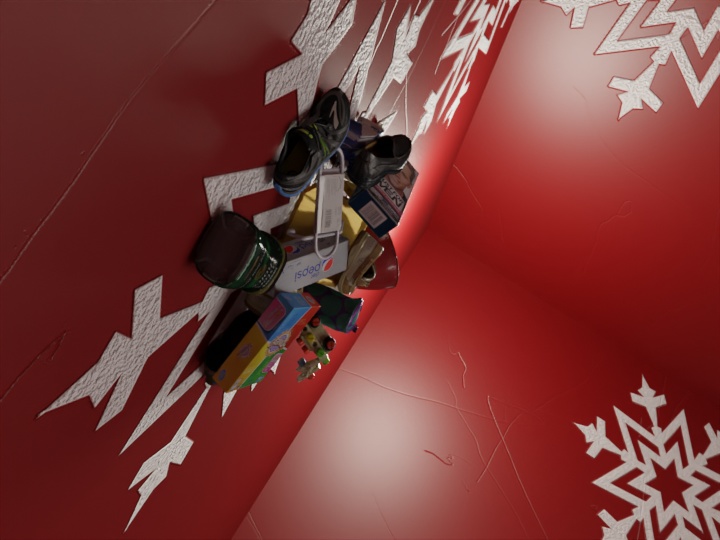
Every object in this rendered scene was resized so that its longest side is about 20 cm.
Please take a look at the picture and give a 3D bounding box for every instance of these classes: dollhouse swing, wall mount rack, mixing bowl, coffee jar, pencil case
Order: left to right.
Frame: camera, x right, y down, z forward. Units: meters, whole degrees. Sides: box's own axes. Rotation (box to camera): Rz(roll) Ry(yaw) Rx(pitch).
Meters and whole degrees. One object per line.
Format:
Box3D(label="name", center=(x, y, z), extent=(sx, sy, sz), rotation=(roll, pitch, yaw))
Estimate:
Box3D(label="coffee jar", center=(-0.180, -0.020, 0.919), extent=(0.106, 0.084, 0.200), rotation=(-60, 172, -2))
Box3D(label="dollhouse swing", center=(-0.090, -0.101, 1.253), extent=(0.205, 0.171, 0.182), rotation=(-62, -155, 14))
Box3D(label="pencil case", center=(-0.091, 0.071, 1.342), extent=(0.093, 0.194, 0.087), rotation=(-48, 156, -52))
Box3D(label="wall mount rack", center=(-0.060, -0.132, 1.077), extent=(0.171, 0.073, 0.208), rotation=(-14, 115, -50))
Box3D(label="mixing bowl", center=(0.001, -0.034, 1.398), extent=(0.106, 0.204, 0.202), rotation=(-21, 156, -19))

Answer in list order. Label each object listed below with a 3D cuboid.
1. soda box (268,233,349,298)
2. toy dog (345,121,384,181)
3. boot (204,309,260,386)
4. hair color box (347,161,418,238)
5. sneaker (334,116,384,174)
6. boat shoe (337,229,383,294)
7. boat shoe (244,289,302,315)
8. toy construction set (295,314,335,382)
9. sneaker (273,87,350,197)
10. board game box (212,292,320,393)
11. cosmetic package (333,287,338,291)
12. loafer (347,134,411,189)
Box3D(label="soda box", center=(-0.108, -0.017, 1.110), extent=(0.197, 0.062, 0.070), rotation=(-23, 131, -45))
Box3D(label="toy dog", center=(0.032, -0.252, 1.369), extent=(0.201, 0.094, 0.134), rotation=(-50, 167, -51))
Box3D(label="boot", center=(-0.242, 0.148, 1.173), extent=(0.199, 0.075, 0.098), rotation=(-41, 171, -38))
Box3D(label="hair color box", center=(0.052, -0.172, 1.211), extent=(0.060, 0.100, 0.203), rotation=(-31, -157, 37))
Box3D(label="sneaker", center=(-0.011, -0.244, 1.198), extent=(0.118, 0.079, 0.199), rotation=(-66, 172, 21))
Box3D(label="boat shoe", center=(0.000, 0.000, 1.225), extent=(0.075, 0.065, 0.202), rotation=(-56, 172, -30))
Box3D(label="boat shoe", center=(-0.161, 0.035, 1.190), extent=(0.068, 0.073, 0.200), rotation=(-58, 173, 20))
Box3D(label="toy construction set", center=(-0.132, 0.158, 1.282), extent=(0.130, 0.092, 0.203), rotation=(-36, 121, -12))
Box3D(label="sneaker", center=(-0.077, -0.213, 0.953), extent=(0.203, 0.070, 0.083), rotation=(-57, 175, -11))
Box3D(label="board game box", center=(-0.171, 0.131, 1.094), extent=(0.201, 0.040, 0.153), rotation=(-51, 167, 9))
Box3D(label="cosmetic package", center=(-0.088, 0.028, 1.491), extent=(0.202, 0.103, 0.072), rotation=(-56, 130, -32))
Box3D(label="loafer", center=(0.052, -0.230, 1.144), extent=(0.200, 0.072, 0.073), rotation=(-46, 168, -46))
